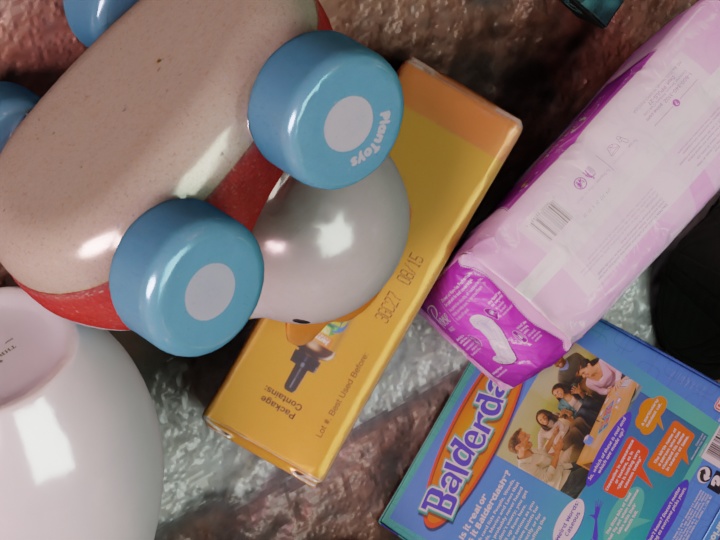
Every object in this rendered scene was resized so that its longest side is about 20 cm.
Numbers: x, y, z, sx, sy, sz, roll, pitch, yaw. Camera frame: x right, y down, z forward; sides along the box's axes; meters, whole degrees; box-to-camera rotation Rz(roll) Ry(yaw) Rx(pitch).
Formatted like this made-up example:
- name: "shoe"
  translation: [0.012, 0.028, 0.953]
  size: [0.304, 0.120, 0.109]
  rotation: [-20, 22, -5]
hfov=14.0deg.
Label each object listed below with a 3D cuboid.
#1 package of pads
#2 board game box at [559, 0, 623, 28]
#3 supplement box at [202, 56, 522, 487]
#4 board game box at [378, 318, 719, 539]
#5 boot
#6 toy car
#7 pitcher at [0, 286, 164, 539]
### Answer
- name: "package of pads"
  translation: [0.123, -0.039, 1.436]
  size: [0.076, 0.121, 0.200]
  rotation: [43, 71, 0]
- name: "board game box"
  translation: [0.131, -0.236, 1.433]
  size: [0.135, 0.028, 0.200]
  rotation: [37, 86, -40]
- name: "supplement box"
  translation: [0.000, 0.000, 1.402]
  size: [0.066, 0.069, 0.200]
  rotation: [30, 89, -4]
- name: "board game box"
  translation: [0.115, 0.106, 1.457]
  size: [0.045, 0.200, 0.152]
  rotation: [29, 92, -42]
- name: "boot"
  translation: [0.245, -0.042, 1.567]
  size: [0.154, 0.073, 0.204]
  rotation: [-33, 154, -47]
- name: "toy car"
  translation: [-0.050, -0.022, 1.292]
  size: [0.177, 0.184, 0.200]
  rotation: [-50, 133, -8]
- name: "pitcher"
  translation: [-0.162, 0.119, 1.313]
  size: [0.171, 0.121, 0.200]
  rotation: [-35, 137, -23]
